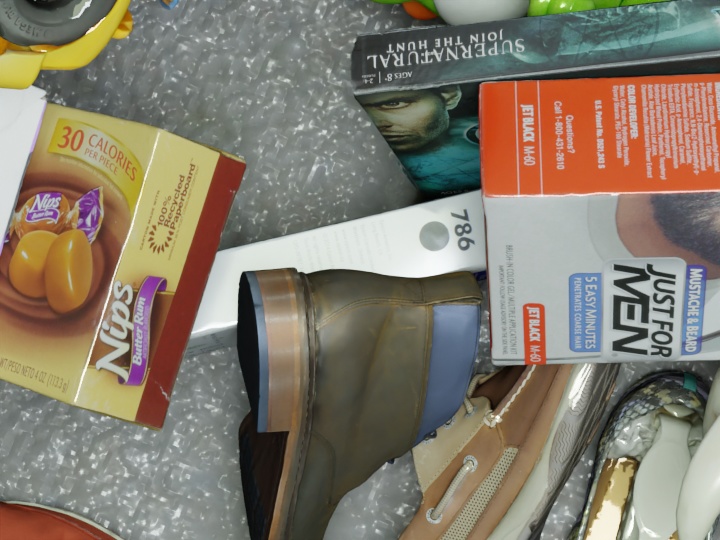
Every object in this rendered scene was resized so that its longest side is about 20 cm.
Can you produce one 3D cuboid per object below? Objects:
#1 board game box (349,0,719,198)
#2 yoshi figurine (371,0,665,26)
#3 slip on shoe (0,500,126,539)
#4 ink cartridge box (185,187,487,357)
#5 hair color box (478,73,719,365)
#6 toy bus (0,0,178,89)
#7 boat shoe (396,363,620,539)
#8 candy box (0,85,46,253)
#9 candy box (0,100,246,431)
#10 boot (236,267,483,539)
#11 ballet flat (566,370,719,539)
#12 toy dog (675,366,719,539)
[{"bbox_3d":[0.108,-0.069,0.967,0.200,0.135,0.028,-5,72,14],"label":"board game box"},{"bbox_3d":[0.085,-0.144,0.988,0.200,0.112,0.112,4,99,18],"label":"yoshi figurine"},{"bbox_3d":[-0.183,0.128,1.062,0.200,0.061,0.074,19,85,-1],"label":"slip on shoe"},{"bbox_3d":[0.000,0.000,1.053,0.200,0.099,0.039,-12,84,-3],"label":"ink cartridge box"},{"bbox_3d":[0.147,-0.019,0.928,0.200,0.111,0.064,-3,52,4],"label":"hair color box"},{"bbox_3d":[-0.072,-0.168,0.931,0.192,0.136,0.200,6,114,-35],"label":"toy bus"},{"bbox_3d":[0.055,0.082,1.041,0.072,0.076,0.200,27,108,11],"label":"boat shoe"},{"bbox_3d":[-0.242,-0.018,1.009,0.200,0.071,0.168,13,86,41],"label":"candy box"},{"bbox_3d":[-0.147,-0.014,1.015,0.200,0.056,0.117,16,86,42],"label":"candy box"},{"bbox_3d":[-0.001,0.075,1.019,0.097,0.200,0.075,-7,48,-9],"label":"boot"},{"bbox_3d":[0.117,0.140,1.062,0.072,0.072,0.201,15,87,0],"label":"ballet flat"},{"bbox_3d":[0.214,0.110,1.016,0.139,0.200,0.194,23,43,33],"label":"toy dog"}]
